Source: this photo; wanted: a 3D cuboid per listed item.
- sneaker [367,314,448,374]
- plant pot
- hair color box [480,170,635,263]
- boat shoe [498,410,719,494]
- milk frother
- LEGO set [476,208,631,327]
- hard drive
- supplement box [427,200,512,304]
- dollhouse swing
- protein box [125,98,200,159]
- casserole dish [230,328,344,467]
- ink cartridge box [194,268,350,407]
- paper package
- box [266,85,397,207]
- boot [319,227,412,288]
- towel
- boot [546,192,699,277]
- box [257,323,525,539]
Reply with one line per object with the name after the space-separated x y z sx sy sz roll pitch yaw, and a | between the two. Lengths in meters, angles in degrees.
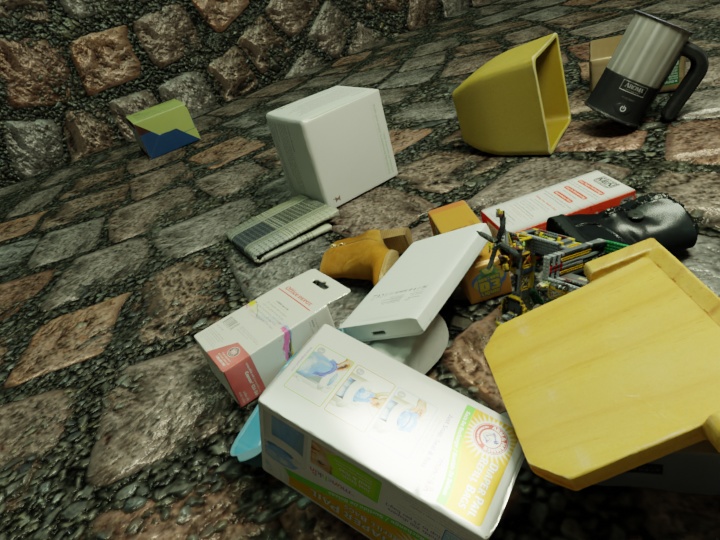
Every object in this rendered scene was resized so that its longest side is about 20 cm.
0.020 0.120 0.653 0.088 0.076 0.200 -6 23 45 | sneaker
0.315 -0.361 1.193 0.199 0.195 0.196 0 33 36 | plant pot
0.296 -0.080 0.844 0.199 0.062 0.102 -19 29 -2 | hair color box
0.221 0.135 0.501 0.200 0.075 0.086 -1 34 21 | boat shoe
0.562 -0.406 1.130 0.179 0.189 0.201 14 32 -14 | milk frother
0.207 0.029 0.611 0.115 0.155 0.200 -14 32 -33 | LEGO set
0.071 0.014 0.709 0.131 0.027 0.200 -15 25 45 | hard drive
0.158 -0.033 0.832 0.066 0.069 0.200 -17 28 2 | supplement box
0.234 0.104 0.452 0.176 0.182 0.200 -41 26 18 | dollhouse swing
-0.724 -0.522 2.049 0.198 0.136 0.200 -28 32 -18 | protein box
-0.070 0.145 0.635 0.121 0.039 0.200 -32 16 36 | casserole dish
-0.111 0.083 0.769 0.199 0.068 0.116 -32 33 -22 | ink cartridge box
0.642 -0.484 1.313 0.199 0.104 0.191 -2 34 24 | paper package
-0.060 -0.271 1.211 0.199 0.200 0.171 -30 32 -22 | box
0.000 -0.001 0.869 0.143 0.071 0.202 -13 27 21 | boot
-0.157 -0.087 1.130 0.199 0.035 0.192 -31 29 -19 | towel
0.352 -0.030 0.711 0.167 0.077 0.201 -13 34 0 | boot
0.023 0.153 0.473 0.199 0.113 0.101 25 45 20 | box
